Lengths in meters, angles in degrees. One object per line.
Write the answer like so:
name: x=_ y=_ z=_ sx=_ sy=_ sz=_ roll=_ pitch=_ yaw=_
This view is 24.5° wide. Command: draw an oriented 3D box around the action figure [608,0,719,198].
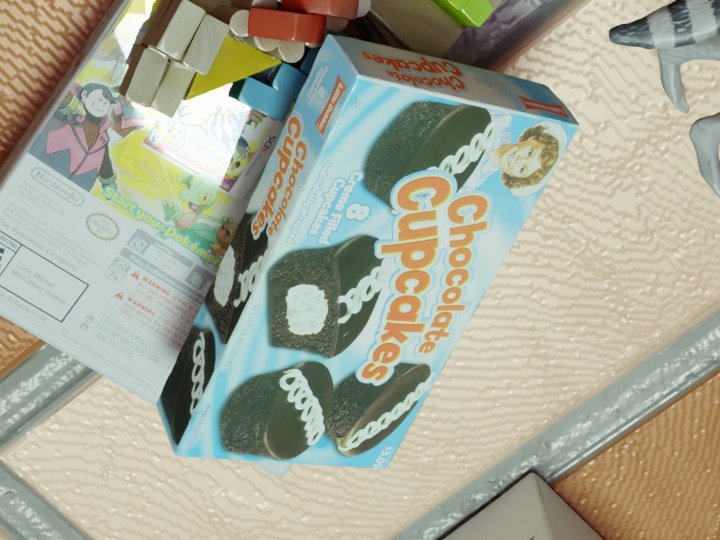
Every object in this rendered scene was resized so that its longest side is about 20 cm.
action figure: x=0.206 y=-0.113 z=0.669 sx=0.193 sy=0.200 sz=0.105 roll=-38 pitch=98 yaw=17

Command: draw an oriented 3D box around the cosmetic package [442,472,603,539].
cosmetic package: x=0.122 y=0.216 z=0.899 sx=0.101 sy=0.071 sz=0.200 roll=-38 pitch=114 yaw=15

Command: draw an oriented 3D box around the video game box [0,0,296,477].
video game box: x=-0.065 y=-0.022 z=0.775 sx=0.199 sy=0.047 sz=0.183 roll=33 pitch=113 yaw=-19

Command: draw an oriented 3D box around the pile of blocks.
pile of blocks: x=-0.004 y=-0.105 z=0.691 sx=0.198 sy=0.062 sz=0.083 roll=-28 pitch=107 yaw=-8

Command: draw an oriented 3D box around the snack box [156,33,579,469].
snack box: x=0.000 y=0.000 z=0.724 sx=0.115 sy=0.037 sz=0.201 roll=7 pitch=124 yaw=-33
